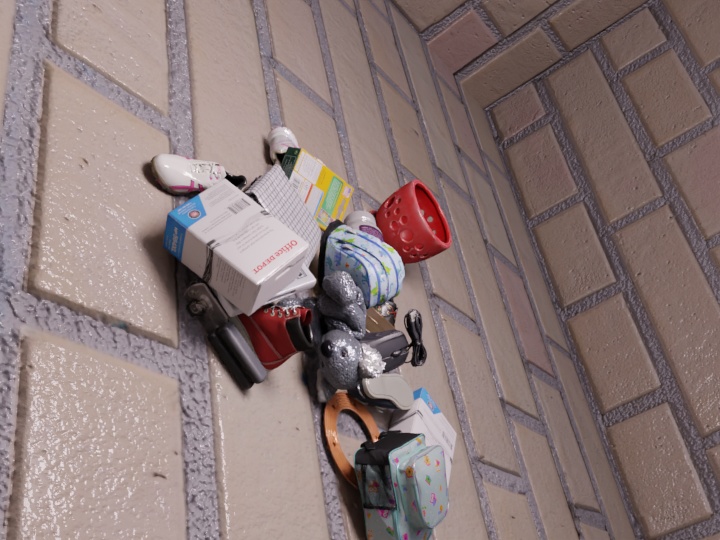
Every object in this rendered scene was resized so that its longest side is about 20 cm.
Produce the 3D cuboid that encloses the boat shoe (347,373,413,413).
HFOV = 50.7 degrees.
[{"bbox_3d":[0.045,0.259,1.595,0.198,0.061,0.077,18,58,-54],"label":"boat shoe"}]

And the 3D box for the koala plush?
[{"bbox_3d":[-0.041,0.141,1.470,0.183,0.175,0.204,38,27,-59],"label":"koala plush"}]

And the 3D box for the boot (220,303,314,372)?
[{"bbox_3d":[-0.162,0.063,1.338,0.203,0.143,0.072,61,25,3],"label":"boot"}]

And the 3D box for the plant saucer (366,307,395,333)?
[{"bbox_3d":[0.023,0.123,1.697,0.199,0.030,0.200,38,12,-9],"label":"plant saucer"}]

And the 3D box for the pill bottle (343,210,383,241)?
[{"bbox_3d":[0.004,-0.042,1.811,0.112,0.111,0.203,39,33,-38],"label":"pill bottle"}]

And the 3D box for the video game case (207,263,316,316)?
[{"bbox_3d":[-0.201,-0.022,1.331,0.179,0.024,0.201,-19,59,-38],"label":"video game case"}]

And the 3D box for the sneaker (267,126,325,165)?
[{"bbox_3d":[-0.147,-0.234,1.768,0.199,0.081,0.089,41,35,-25],"label":"sneaker"}]

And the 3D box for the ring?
[{"bbox_3d":[-0.013,0.337,1.491,0.200,0.019,0.203,44,30,-33],"label":"ring"}]

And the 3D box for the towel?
[{"bbox_3d":[-0.172,-0.094,1.560,0.202,0.084,0.167,55,27,-18],"label":"towel"}]

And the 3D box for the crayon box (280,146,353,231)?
[{"bbox_3d":[-0.110,-0.175,1.722,0.199,0.051,0.128,32,76,-47],"label":"crayon box"}]

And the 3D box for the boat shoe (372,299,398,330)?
[{"bbox_3d":[0.056,0.095,1.831,0.073,0.062,0.205,35,37,-47],"label":"boat shoe"}]

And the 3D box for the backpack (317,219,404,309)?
[{"bbox_3d":[0.000,0.000,1.607,0.153,0.196,0.167,-35,137,-56],"label":"backpack"}]

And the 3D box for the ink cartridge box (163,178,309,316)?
[{"bbox_3d":[-0.207,-0.041,1.265,0.199,0.085,0.146,38,44,13],"label":"ink cartridge box"}]

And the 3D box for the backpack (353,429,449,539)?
[{"bbox_3d":[0.081,0.417,1.411,0.175,0.150,0.206,-7,97,-62],"label":"backpack"}]

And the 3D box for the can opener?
[{"bbox_3d":[-0.224,0.102,1.283,0.202,0.053,0.067,57,25,-13],"label":"can opener"}]

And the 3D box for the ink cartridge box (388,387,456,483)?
[{"bbox_3d":[0.132,0.378,1.650,0.148,0.085,0.201,54,26,-13],"label":"ink cartridge box"}]

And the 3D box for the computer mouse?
[{"bbox_3d":[0.045,0.167,1.580,0.053,0.195,0.142,-115,-166,-63],"label":"computer mouse"}]

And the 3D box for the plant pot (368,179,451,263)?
[{"bbox_3d":[0.123,-0.111,2.030,0.200,0.180,0.203,43,30,-32],"label":"plant pot"}]

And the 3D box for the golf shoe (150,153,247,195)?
[{"bbox_3d":[-0.295,-0.178,1.392,0.198,0.091,0.074,17,49,-55],"label":"golf shoe"}]
